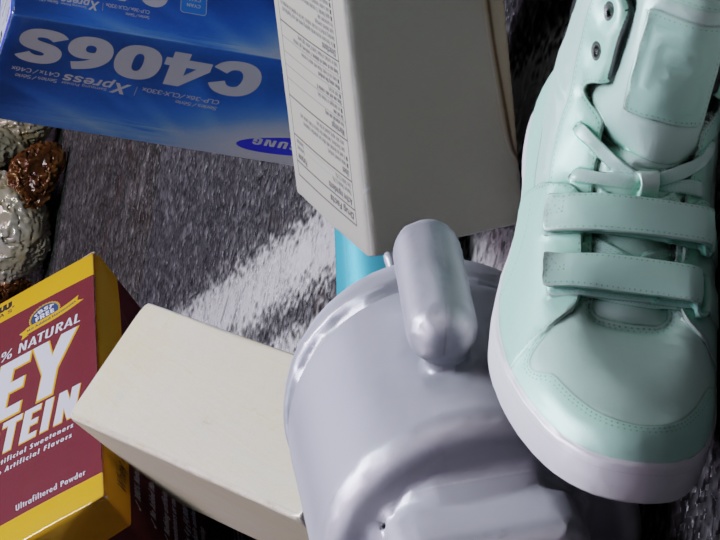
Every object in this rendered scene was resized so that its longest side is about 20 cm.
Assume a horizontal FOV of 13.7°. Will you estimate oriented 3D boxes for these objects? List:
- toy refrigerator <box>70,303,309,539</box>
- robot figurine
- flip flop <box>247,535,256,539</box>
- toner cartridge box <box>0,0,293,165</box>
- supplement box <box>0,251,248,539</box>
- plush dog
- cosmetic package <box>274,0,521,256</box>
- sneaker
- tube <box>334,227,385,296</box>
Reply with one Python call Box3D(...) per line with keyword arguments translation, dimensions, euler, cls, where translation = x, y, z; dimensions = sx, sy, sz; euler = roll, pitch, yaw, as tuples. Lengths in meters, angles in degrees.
Box3D(translation=(-0.034, 0.072, 1.246), dimensions=(0.070, 0.076, 0.200), euler=(-56, 31, -11), cls="toy refrigerator")
Box3D(translation=(0.033, 0.069, 1.061), dimensions=(0.200, 0.112, 0.170), euler=(-106, 11, -61), cls="robot figurine")
Box3D(translation=(-0.017, 0.119, 1.359), dimensions=(0.200, 0.081, 0.058), euler=(-168, 73, -72), cls="flip flop")
Box3D(translation=(-0.082, -0.102, 1.482), dimensions=(0.095, 0.199, 0.043), euler=(120, 155, -58), cls="toner cartridge box")
Box3D(translation=(-0.126, 0.141, 1.432), dimensions=(0.132, 0.200, 0.198), euler=(-29, 33, 12), cls="supplement box")
Box3D(translation=(-0.345, -0.060, 2.768), dimensions=(0.172, 0.160, 0.201), euler=(38, 124, 45), cls="plush dog")
Box3D(translation=(0.009, -0.119, 1.227), dimensions=(0.104, 0.073, 0.201), euler=(-137, 36, -64), cls="cosmetic package")
Box3D(translation=(0.087, -0.027, 0.972), dimensions=(0.201, 0.073, 0.118), euler=(-91, 10, -45), cls="sneaker")
Box3D(translation=(0.014, -0.029, 1.331), dimensions=(0.050, 0.077, 0.201), euler=(-23, 53, 31), cls="tube")
